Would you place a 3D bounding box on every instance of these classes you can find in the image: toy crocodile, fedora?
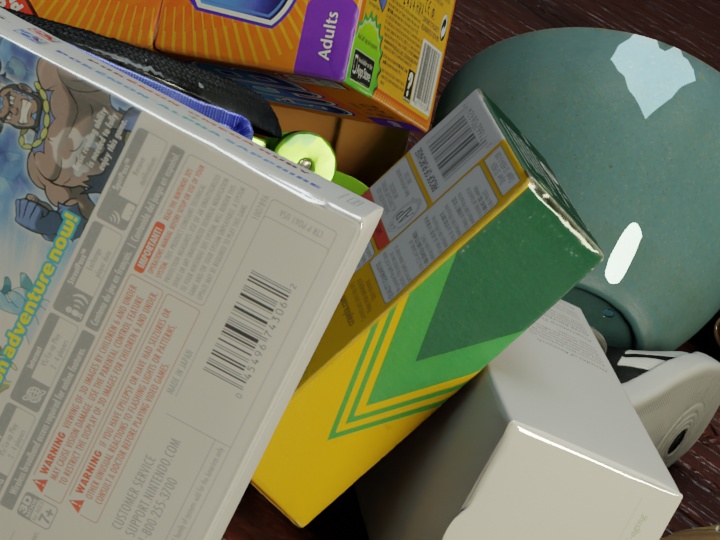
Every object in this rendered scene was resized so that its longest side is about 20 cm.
[{"bbox_3d":[-0.079,-0.062,1.430,0.200,0.062,0.068,20,-2,-13],"label":"toy crocodile"},{"bbox_3d":[-0.142,-0.064,1.229,0.200,0.092,0.201,16,-3,1],"label":"fedora"}]

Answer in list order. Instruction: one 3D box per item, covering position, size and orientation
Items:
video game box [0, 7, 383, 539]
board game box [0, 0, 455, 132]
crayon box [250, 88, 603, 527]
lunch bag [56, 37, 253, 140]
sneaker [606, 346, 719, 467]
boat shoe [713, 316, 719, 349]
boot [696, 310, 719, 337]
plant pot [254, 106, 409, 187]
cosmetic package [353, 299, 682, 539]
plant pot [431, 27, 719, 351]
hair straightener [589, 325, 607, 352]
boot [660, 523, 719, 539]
[{"bbox_3d":[-0.117,0.027,0.819,0.182,0.200,0.047,28,12,4],"label":"video game box"},{"bbox_3d":[-0.059,-0.198,1.339,0.200,0.200,0.200,12,-2,14],"label":"board game box"},{"bbox_3d":[0.002,0.023,1.073,0.052,0.200,0.126,45,9,-20],"label":"crayon box"},{"bbox_3d":[-0.159,-0.006,0.909,0.200,0.170,0.127,21,17,-11],"label":"lunch bag"},{"bbox_3d":[0.109,0.053,1.320,0.112,0.073,0.200,35,19,24],"label":"sneaker"},{"bbox_3d":[0.277,0.075,1.542,0.072,0.072,0.200,13,10,-25],"label":"boat shoe"},{"bbox_3d":[0.159,-0.028,1.681,0.200,0.070,0.132,24,10,-23],"label":"boot"},{"bbox_3d":[-0.040,-0.149,1.553,0.140,0.200,0.200,8,18,-6],"label":"plant pot"},{"bbox_3d":[0.057,0.081,1.088,0.085,0.108,0.200,23,18,-17],"label":"cosmetic package"},{"bbox_3d":[0.124,-0.016,1.411,0.200,0.200,0.135,24,51,-7],"label":"plant pot"},{"bbox_3d":[0.027,0.020,1.247,0.200,0.077,0.041,10,-22,25],"label":"hair straightener"},{"bbox_3d":[0.188,0.128,1.206,0.074,0.076,0.200,37,20,28],"label":"boot"}]
